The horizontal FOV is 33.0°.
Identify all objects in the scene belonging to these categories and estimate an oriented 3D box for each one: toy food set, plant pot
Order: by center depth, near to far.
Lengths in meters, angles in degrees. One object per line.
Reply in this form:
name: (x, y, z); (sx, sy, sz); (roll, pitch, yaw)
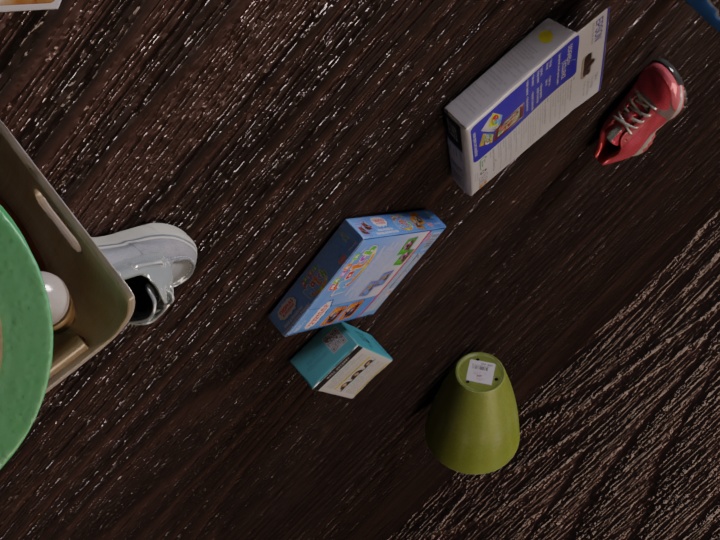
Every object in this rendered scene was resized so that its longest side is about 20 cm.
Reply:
toy food set: (-0.247, 0.026, 0.698); (0.199, 0.144, 0.060); (-38, 168, -11)
plant pot: (0.217, 0.250, 2.296); (0.186, 0.187, 0.201); (-34, 147, -26)

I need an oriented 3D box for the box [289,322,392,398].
box: (-0.022, 0.118, 1.602); (0.082, 0.049, 0.200); (-43, 163, 3)

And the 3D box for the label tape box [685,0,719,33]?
label tape box: (0.478, -0.358, 1.393); (0.066, 0.143, 0.201); (-19, 151, -51)

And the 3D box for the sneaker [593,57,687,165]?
sneaker: (0.379, -0.206, 1.669); (0.086, 0.074, 0.201); (-32, 161, -25)

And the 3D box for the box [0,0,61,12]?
box: (-0.177, -0.187, 0.429); (0.199, 0.097, 0.177); (-19, 154, -51)

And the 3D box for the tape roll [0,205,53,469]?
tape roll: (-0.260, 0.034, 0.621); (0.200, 0.201, 0.048); (-39, -160, -10)

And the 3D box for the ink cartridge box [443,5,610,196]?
ink cartridge box: (0.179, -0.188, 1.319); (0.200, 0.047, 0.198); (-42, 162, -6)

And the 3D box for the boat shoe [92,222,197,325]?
boat shoe: (-0.184, 0.013, 0.939); (0.070, 0.072, 0.200); (-49, 162, 23)

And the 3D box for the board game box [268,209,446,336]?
board game box: (0.000, 0.000, 1.384); (0.152, 0.037, 0.199); (-50, 162, 24)
